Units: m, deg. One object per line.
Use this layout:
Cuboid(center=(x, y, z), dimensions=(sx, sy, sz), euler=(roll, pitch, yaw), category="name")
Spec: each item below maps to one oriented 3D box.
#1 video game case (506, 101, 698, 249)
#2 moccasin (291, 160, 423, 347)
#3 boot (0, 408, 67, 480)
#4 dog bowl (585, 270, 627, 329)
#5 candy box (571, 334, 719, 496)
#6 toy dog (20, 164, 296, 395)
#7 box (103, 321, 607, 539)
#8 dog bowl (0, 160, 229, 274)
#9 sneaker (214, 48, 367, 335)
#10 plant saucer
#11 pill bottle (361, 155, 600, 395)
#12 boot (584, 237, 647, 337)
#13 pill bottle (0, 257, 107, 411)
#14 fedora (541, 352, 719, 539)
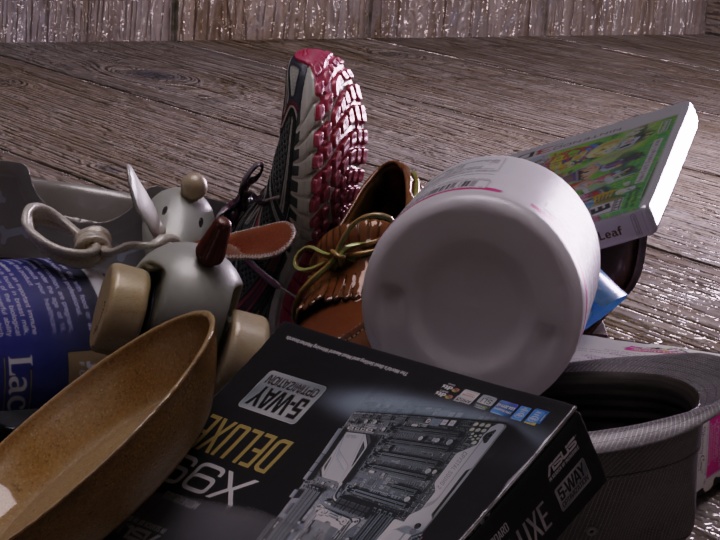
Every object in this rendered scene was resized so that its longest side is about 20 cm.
Cuboid(center=(0.111, -0.042, 1.585), dimensions=(0.181, 0.022, 0.200), euler=(-17, 17, 21), category="video game case")
Cuboid(center=(0.001, 0.000, 1.440), dimensions=(0.073, 0.078, 0.202), euler=(-12, 24, 29), category="moccasin")
Cuboid(center=(-0.087, 0.098, 1.376), dimensions=(0.199, 0.066, 0.164), euler=(-4, 6, -42), category="boot")
Cuboid(center=(0.082, 0.039, 1.576), dimensions=(0.199, 0.050, 0.111), euler=(-23, -13, -48), category="dog bowl")
Cuboid(center=(0.149, 0.089, 1.498), dimensions=(0.135, 0.062, 0.200), euler=(8, 12, 27), category="candy box")
Cuboid(center=(-0.096, -0.014, 1.409), dimensions=(0.131, 0.097, 0.200), euler=(11, 26, -32), category="toy dog")
Cuboid(center=(-0.010, 0.110, 1.183), dimensions=(0.199, 0.050, 0.158), euler=(15, 51, 45), category="box")
Cuboid(center=(-0.160, -0.023, 1.605), dimensions=(0.198, 0.059, 0.200), euler=(10, -3, 0), category="dog bowl")
Cuboid(center=(-0.047, -0.035, 1.507), dimensions=(0.074, 0.201, 0.081), euler=(18, 25, 16), category="sneaker")
Cuboid(center=(-0.137, 0.097, 1.222), dimensions=(0.200, 0.035, 0.200), euler=(-38, 13, 10), category="plant saucer")
Cuboid(center=(0.069, 0.001, 1.348), dimensions=(0.112, 0.114, 0.200), euler=(5, 11, 8), category="pill bottle")
Cuboid(center=(0.078, -0.002, 1.676), dimensions=(0.198, 0.187, 0.064), euler=(3, 34, -18), category="boot")
Cuboid(center=(-0.201, 0.051, 1.451), dimensions=(0.199, 0.117, 0.115), euler=(-4, 13, -33), category="pill bottle")
Cuboid(center=(0.107, 0.106, 1.323), dimensions=(0.198, 0.091, 0.177), euler=(-8, 11, -10), category="fedora")
